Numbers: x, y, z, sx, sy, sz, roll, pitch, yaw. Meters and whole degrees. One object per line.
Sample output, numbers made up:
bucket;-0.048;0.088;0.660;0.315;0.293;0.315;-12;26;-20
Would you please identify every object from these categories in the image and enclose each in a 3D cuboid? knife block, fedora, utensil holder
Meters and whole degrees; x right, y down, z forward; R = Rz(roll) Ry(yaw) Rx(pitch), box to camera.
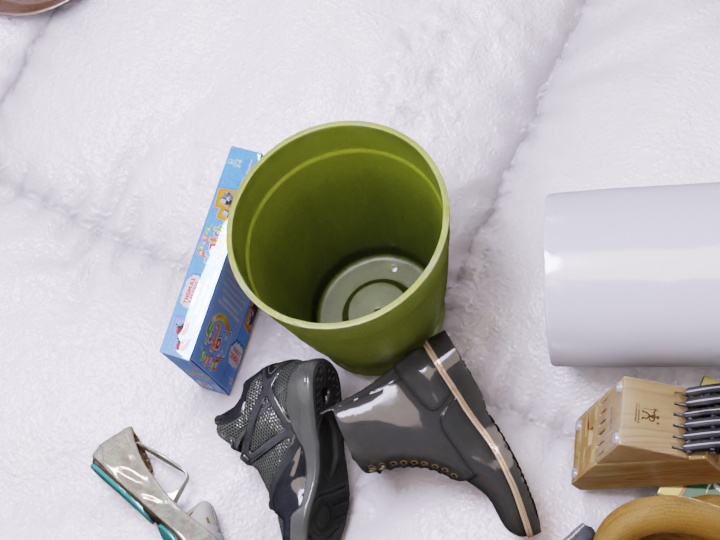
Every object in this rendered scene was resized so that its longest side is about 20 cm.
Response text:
knife block;0.293;0.152;1.545;0.174;0.200;0.065;13;66;-8
fedora;0.303;0.254;1.533;0.199;0.202;0.082;20;38;14
utensil holder;0.268;0.005;1.581;0.198;0.170;0.172;-1;74;10

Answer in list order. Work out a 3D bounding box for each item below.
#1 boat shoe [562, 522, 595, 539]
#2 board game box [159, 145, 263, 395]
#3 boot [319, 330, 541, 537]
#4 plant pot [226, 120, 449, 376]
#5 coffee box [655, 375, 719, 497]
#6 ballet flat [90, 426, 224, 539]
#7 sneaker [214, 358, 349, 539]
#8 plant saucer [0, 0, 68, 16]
boat shoe;0.127;0.283;1.581;0.199;0.071;0.063;-36;70;3
board game box;-0.122;0.003;1.651;0.036;0.151;0.202;15;77;13
boot;0.067;0.175;1.602;0.137;0.077;0.201;-29;90;2
plant pot;0.000;0.000;1.601;0.198;0.193;0.202;-6;63;11
coffee box;0.376;0.188;1.577;0.198;0.044;0.124;24;81;15
ballet flat;-0.172;0.222;1.646;0.062;0.068;0.200;-42;73;-14
sneaker;-0.073;0.183;1.640;0.113;0.076;0.202;-3;93;34
plant saucer;-0.344;-0.354;1.845;0.198;0.037;0.203;-2;75;8
